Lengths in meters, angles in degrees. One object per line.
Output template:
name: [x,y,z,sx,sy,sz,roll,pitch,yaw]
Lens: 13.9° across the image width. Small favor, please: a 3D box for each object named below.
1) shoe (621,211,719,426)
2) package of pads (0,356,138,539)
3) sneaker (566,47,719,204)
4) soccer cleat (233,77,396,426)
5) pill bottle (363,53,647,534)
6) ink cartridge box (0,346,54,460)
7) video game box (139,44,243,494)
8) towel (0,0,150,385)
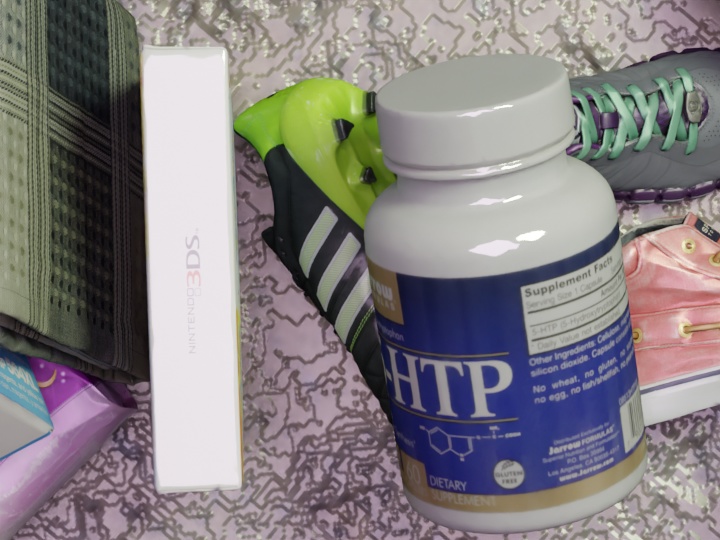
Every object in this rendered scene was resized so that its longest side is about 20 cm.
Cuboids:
shoe: [0.189,0.011,1.451,0.199,0.071,0.092,-17,95,6]
package of pads: [-0.218,0.094,1.458,0.120,0.076,0.200,44,90,1]
sneaker: [0.124,-0.065,1.445,0.198,0.088,0.075,-11,90,1]
soccer cleat: [0.000,0.000,1.464,0.081,0.067,0.201,-9,107,41]
pill bottle: [0.064,0.008,1.371,0.119,0.120,0.201,-9,109,1]
ink cartridge box: [-0.250,0.002,1.373,0.128,0.125,0.201,-27,65,9]
video game box: [-0.080,-0.001,1.402,0.046,0.182,0.202,-2,90,-1]
towel: [-0.147,-0.053,1.387,0.034,0.193,0.202,-7,76,16]
